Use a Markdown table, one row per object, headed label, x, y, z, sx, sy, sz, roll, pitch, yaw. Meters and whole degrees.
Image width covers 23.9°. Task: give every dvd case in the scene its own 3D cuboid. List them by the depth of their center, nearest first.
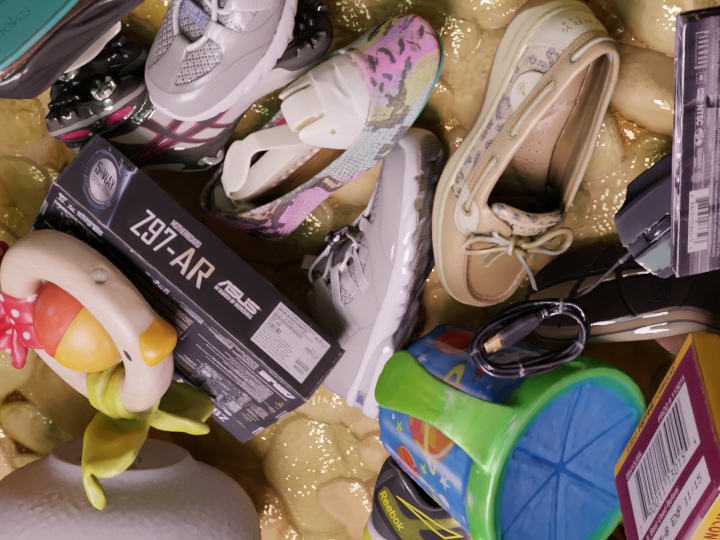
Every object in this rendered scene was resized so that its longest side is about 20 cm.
| label | x | y | z | sx | sy | sz | roll | pitch | yaw |
| --- | --- | --- | --- | --- | --- | --- | --- | --- | --- |
| dvd case | 0.255 | -0.080 | 0.874 | 0.198 | 0.016 | 0.150 | -11 | 124 | -8 |

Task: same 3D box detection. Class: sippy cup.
| label | x | y | z | sx | sy | sz | roll | pitch | yaw |
| --- | --- | --- | --- | --- | --- | --- | --- | --- | --- |
| sippy cup | 0.083 | 0.098 | 1.027 | 0.130 | 0.139 | 0.179 | 28 | 144 | 47 |

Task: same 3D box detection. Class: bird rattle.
| label | x | y | z | sx | sy | sz | roll | pitch | yaw |
| --- | --- | --- | --- | --- | --- | --- | --- | --- | --- |
| bird rattle | -0.173 | 0.033 | 1.053 | 0.200 | 0.112 | 0.163 | 49 | 147 | 11 |

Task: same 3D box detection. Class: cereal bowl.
| label | x | y | z | sx | sy | sz | roll | pitch | yaw |
| --- | --- | --- | --- | --- | --- | --- | --- | --- | --- |
| cereal bowl | -0.161 | 0.162 | 1.138 | 0.198 | 0.200 | 0.084 | 7 | 98 | 17 |

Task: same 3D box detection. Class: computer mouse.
| label | x | y | z | sx | sy | sz | roll | pitch | yaw |
| --- | --- | --- | --- | --- | --- | --- | --- | --- | --- |
| computer mouse | 0.144 | -0.006 | 0.947 | 0.200 | 0.034 | 0.059 | -39 | 85 | -9 |

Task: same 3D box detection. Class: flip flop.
| label | x | y | z | sx | sy | sz | roll | pitch | yaw |
| --- | --- | --- | --- | --- | --- | --- | --- | --- | --- |
| flip flop | 0.194 | 0.024 | 0.993 | 0.198 | 0.082 | 0.058 | -6 | 135 | 24 |

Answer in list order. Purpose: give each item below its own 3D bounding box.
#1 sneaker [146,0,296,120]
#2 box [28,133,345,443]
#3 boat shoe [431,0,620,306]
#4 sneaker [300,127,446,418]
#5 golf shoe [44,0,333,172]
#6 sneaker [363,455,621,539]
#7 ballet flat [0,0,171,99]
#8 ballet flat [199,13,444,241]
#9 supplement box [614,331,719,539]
| label | x | y | z | sx | sy | sz | roll | pitch | yaw |
| --- | --- | --- | --- | --- | --- | --- | --- | --- | --- |
| sneaker | -0.069 | -0.178 | 0.923 | 0.075 | 0.082 | 0.201 | 34 | 100 | 31 |
| box | -0.117 | 0.018 | 1.072 | 0.200 | 0.044 | 0.160 | 41 | 157 | -4 |
| boat shoe | 0.094 | -0.056 | 0.972 | 0.073 | 0.063 | 0.201 | -4 | 126 | -26 |
| sneaker | 0.000 | 0.000 | 1.048 | 0.081 | 0.075 | 0.201 | 21 | 121 | 12 |
| golf shoe | -0.095 | -0.112 | 1.035 | 0.198 | 0.078 | 0.088 | -14 | 136 | 26 |
| sneaker | 0.094 | 0.172 | 1.107 | 0.198 | 0.075 | 0.085 | 10 | 124 | 15 |
| ballet flat | -0.150 | -0.174 | 1.003 | 0.199 | 0.068 | 0.068 | -38 | 65 | 4 |
| ballet flat | -0.031 | -0.079 | 1.002 | 0.200 | 0.071 | 0.070 | -40 | 61 | 42 |
| supplement box | 0.260 | 0.121 | 0.947 | 0.198 | 0.104 | 0.132 | 6 | 136 | -12 |
